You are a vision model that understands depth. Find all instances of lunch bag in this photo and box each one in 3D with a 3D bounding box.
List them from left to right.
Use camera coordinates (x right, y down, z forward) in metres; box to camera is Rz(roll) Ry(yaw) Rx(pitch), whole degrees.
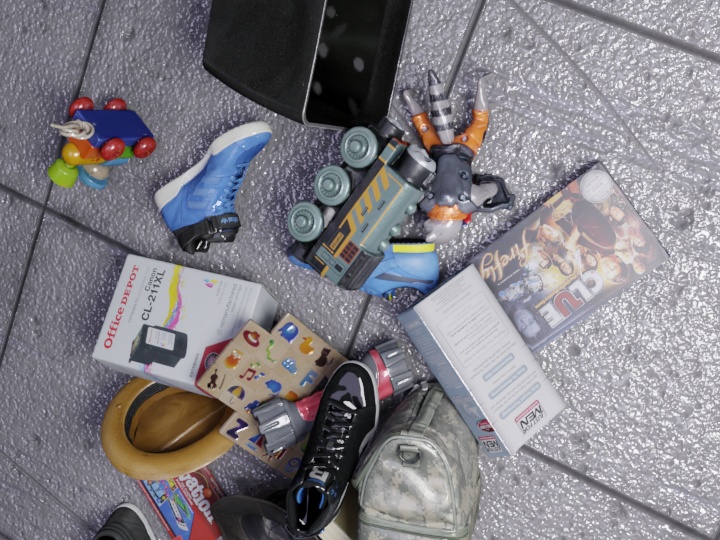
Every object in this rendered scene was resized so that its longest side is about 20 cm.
[{"bbox_3d":[0.072,0.237,1.008,0.137,0.200,0.170,9,103,14],"label":"lunch bag"}]

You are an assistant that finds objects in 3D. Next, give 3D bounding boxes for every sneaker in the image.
[{"bbox_3d":[-0.305,0.429,1.199,0.070,0.099,0.201,-37,86,16],"label":"sneaker"},{"bbox_3d":[-0.171,-0.097,1.104,0.199,0.077,0.112,-33,80,22],"label":"sneaker"},{"bbox_3d":[-0.030,0.205,0.964,0.072,0.112,0.203,16,92,7],"label":"sneaker"},{"bbox_3d":[0.000,0.000,1.070,0.197,0.066,0.080,2,101,17],"label":"sneaker"}]

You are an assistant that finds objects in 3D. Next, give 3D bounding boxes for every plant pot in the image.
[{"bbox_3d":[-0.068,-0.277,1.002,0.175,0.199,0.203,16,101,27],"label":"plant pot"}]

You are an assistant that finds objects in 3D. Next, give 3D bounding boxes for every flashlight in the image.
[{"bbox_3d":[-0.034,0.151,1.053,0.198,0.068,0.068,-21,65,-12],"label":"flashlight"}]

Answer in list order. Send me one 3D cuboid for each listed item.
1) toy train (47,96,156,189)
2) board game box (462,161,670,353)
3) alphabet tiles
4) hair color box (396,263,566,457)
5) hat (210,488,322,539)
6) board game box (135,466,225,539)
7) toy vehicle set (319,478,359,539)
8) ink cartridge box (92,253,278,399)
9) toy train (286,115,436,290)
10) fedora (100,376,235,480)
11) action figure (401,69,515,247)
[{"bbox_3d":[-0.361,-0.152,1.098,0.116,0.200,0.085,-42,84,22],"label":"toy train"},{"bbox_3d":[0.239,-0.012,1.008,0.199,0.035,0.136,-38,84,18],"label":"board game box"},{"bbox_3d":[-0.098,0.151,1.061,0.168,0.008,0.200,-49,122,0],"label":"alphabet tiles"},{"bbox_3d":[0.141,0.106,1.008,0.098,0.061,0.201,-33,89,-24],"label":"hair color box"},{"bbox_3d":[-0.096,0.331,1.121,0.198,0.081,0.202,19,137,19],"label":"hat"},{"bbox_3d":[-0.261,0.295,1.211,0.102,0.019,0.201,-35,85,17],"label":"board game box"},{"bbox_3d":[0.022,0.340,1.071,0.200,0.124,0.027,41,106,9],"label":"toy vehicle set"},{"bbox_3d":[-0.226,0.076,1.114,0.197,0.083,0.148,12,75,16],"label":"ink cartridge box"},{"bbox_3d":[0.002,-0.074,0.986,0.114,0.085,0.201,42,105,16],"label":"toy train"},{"bbox_3d":[-0.238,0.208,1.140,0.198,0.202,0.082,12,139,16],"label":"fedora"},{"bbox_3d":[0.078,-0.125,1.013,0.197,0.105,0.197,-4,85,15],"label":"action figure"}]
